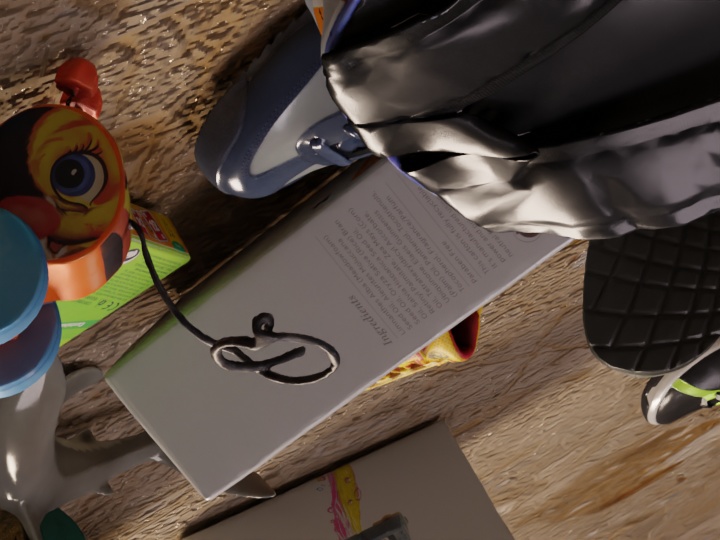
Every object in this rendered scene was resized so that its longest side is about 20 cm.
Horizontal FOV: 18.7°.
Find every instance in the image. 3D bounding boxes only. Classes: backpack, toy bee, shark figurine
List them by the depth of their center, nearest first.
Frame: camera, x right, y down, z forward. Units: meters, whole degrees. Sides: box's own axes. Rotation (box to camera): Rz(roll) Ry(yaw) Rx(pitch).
[{"bbox_3d":[0.070,-0.108,0.616,0.190,0.154,0.200,-34,139,8],"label":"backpack"},{"bbox_3d":[-0.118,-0.013,0.723,0.200,0.109,0.131,8,156,-22],"label":"toy bee"},{"bbox_3d":[-0.133,0.101,1.008,0.128,0.090,0.214,-32,161,14],"label":"shark figurine"}]

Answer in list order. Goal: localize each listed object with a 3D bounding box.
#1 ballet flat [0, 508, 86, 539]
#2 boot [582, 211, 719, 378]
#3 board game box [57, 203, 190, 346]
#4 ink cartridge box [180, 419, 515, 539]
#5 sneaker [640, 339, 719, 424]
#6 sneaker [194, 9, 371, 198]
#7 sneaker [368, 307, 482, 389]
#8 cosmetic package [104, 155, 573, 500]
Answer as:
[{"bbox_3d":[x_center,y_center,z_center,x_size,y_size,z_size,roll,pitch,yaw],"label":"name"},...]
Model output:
[{"bbox_3d":[-0.156,0.165,1.052,0.071,0.071,0.200,-27,-166,-7],"label":"ballet flat"},{"bbox_3d":[0.138,-0.029,0.934,0.068,0.200,0.131,13,158,7],"label":"boot"},{"bbox_3d":[-0.170,0.033,0.858,0.200,0.030,0.096,-36,161,13],"label":"board game box"},{"bbox_3d":[-0.007,0.217,1.426,0.200,0.145,0.145,-22,161,-21],"label":"ink cartridge box"},{"bbox_3d":[0.298,0.071,1.600,0.200,0.083,0.072,-35,161,18],"label":"sneaker"},{"bbox_3d":[0.030,-0.070,0.788,0.200,0.082,0.070,-35,162,19],"label":"sneaker"},{"bbox_3d":[0.007,0.026,1.010,0.200,0.077,0.073,-45,156,30],"label":"sneaker"},{"bbox_3d":[0.000,0.000,0.905,0.200,0.071,0.101,-37,-174,22],"label":"cosmetic package"}]
